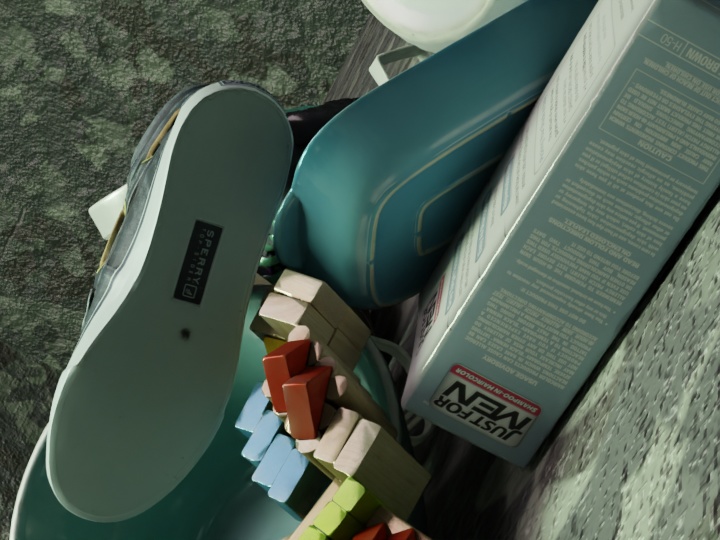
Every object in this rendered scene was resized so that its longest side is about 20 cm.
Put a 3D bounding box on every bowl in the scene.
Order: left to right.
[{"bbox_3d":[-0.049,0.118,0.762,0.201,0.105,0.201,-17,51,23],"label":"bowl"}]

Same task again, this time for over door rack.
[{"bbox_3d":[0.000,0.000,0.899,0.148,0.066,0.200,129,137,-56],"label":"over door rack"}]

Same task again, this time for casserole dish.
[{"bbox_3d":[0.052,-0.050,0.740,0.200,0.039,0.121,-32,-31,-22],"label":"casserole dish"}]

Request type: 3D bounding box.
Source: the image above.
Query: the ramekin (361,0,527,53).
[{"bbox_3d":[0.060,-0.193,0.795,0.094,0.203,0.202,-17,-22,-31],"label":"ramekin"}]

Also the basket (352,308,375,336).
[{"bbox_3d":[-0.056,0.046,1.186,0.181,0.136,0.200,-65,11,3],"label":"basket"}]

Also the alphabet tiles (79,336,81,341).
[{"bbox_3d":[-0.084,0.096,0.956,0.195,0.200,0.015,5,27,45],"label":"alphabet tiles"}]

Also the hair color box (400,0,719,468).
[{"bbox_3d":[0.091,-0.031,0.663,0.200,0.061,0.099,-59,7,26],"label":"hair color box"}]

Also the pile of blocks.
[{"bbox_3d":[-0.020,0.076,0.660,0.082,0.062,0.200,-34,47,8],"label":"pile of blocks"}]

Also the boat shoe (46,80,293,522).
[{"bbox_3d":[-0.086,0.011,0.748,0.201,0.071,0.091,-68,16,2],"label":"boat shoe"}]

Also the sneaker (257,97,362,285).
[{"bbox_3d":[-0.030,-0.029,0.849,0.200,0.074,0.088,154,103,-70],"label":"sneaker"}]

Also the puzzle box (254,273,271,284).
[{"bbox_3d":[-0.071,0.084,0.899,0.025,0.133,0.200,-35,-28,-41],"label":"puzzle box"}]

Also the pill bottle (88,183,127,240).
[{"bbox_3d":[-0.076,0.027,1.006,0.112,0.200,0.112,-31,4,3],"label":"pill bottle"}]
